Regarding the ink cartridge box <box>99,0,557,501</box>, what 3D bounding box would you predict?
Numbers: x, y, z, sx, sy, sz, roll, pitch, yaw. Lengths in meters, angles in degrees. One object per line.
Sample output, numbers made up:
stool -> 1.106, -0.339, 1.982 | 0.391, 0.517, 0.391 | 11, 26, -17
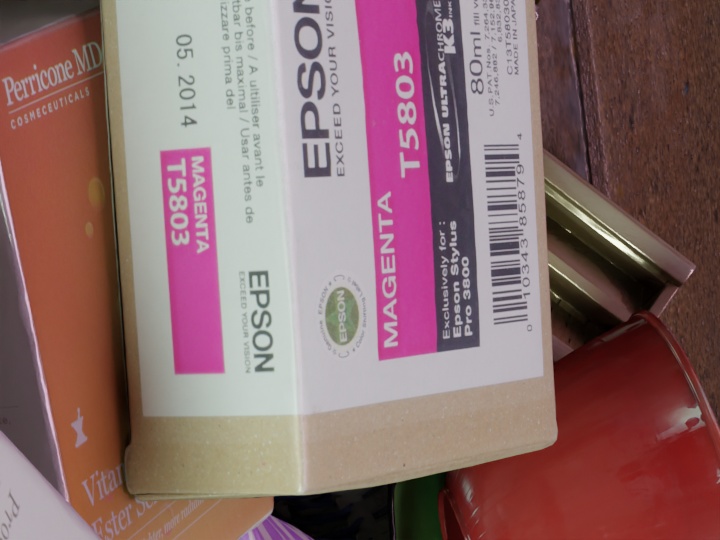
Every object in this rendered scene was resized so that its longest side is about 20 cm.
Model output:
ink cartridge box -> -0.007, -0.030, 0.876 | 0.164, 0.075, 0.201 | -7, 94, -56

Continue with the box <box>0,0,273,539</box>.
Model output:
box -> -0.119, 0.015, 0.875 | 0.152, 0.106, 0.201 | -38, 120, -63

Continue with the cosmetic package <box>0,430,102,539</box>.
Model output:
cosmetic package -> -0.179, 0.107, 0.640 | 0.200, 0.164, 0.165 | 57, 36, -47

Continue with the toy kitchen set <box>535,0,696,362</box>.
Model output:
toy kitchen set -> 0.096, -0.069, 1.157 | 0.163, 0.180, 0.200 | -52, 180, -11

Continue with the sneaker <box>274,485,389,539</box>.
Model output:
sneaker -> -0.002, 0.106, 1.177 | 0.200, 0.075, 0.089 | 26, 62, -63

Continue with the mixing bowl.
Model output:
mixing bowl -> 0.097, 0.127, 1.117 | 0.200, 0.108, 0.201 | 166, -90, -84

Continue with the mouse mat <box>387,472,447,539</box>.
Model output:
mouse mat -> 0.042, 0.164, 1.170 | 0.200, 0.007, 0.162 | -1, 86, -75

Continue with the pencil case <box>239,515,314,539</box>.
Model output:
pencil case -> -0.044, 0.145, 1.072 | 0.086, 0.084, 0.200 | -53, 148, -2
